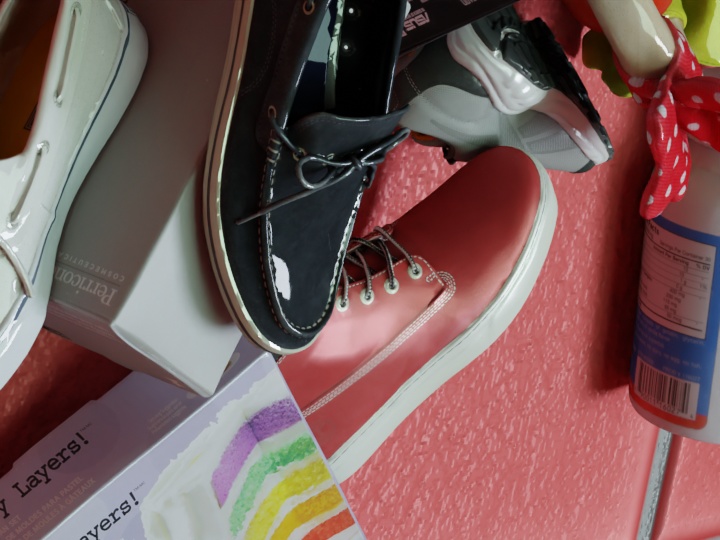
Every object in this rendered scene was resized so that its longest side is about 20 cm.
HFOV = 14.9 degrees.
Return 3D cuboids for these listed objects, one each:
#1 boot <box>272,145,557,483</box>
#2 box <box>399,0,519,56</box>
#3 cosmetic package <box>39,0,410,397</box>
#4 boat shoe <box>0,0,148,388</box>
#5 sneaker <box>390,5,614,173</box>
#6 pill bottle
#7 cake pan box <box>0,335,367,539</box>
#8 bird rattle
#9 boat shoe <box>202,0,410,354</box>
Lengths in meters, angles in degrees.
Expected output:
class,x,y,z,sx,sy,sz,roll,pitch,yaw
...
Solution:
class,x,y,z,sx,sy,sz,roll,pitch,yaw
boot,0.000,0.000,1.316,0.200,0.072,0.144,-49,139,-2
box,0.083,-0.182,1.265,0.050,0.200,0.158,48,62,-14
cosmetic package,-0.076,-0.059,1.183,0.090,0.107,0.200,44,68,-50
boat shoe,-0.157,-0.037,1.113,0.086,0.074,0.202,41,71,-53
sneaker,0.069,-0.087,1.404,0.079,0.074,0.200,-34,158,15
pill bottle,0.218,-0.010,1.586,0.112,0.112,0.201,-19,121,-47
cake pan box,-0.099,0.141,1.258,0.200,0.052,0.184,-39,135,-15
bird rattle,0.136,-0.126,1.395,0.163,0.112,0.200,55,24,-23
boat shoe,-0.018,-0.058,1.121,0.074,0.062,0.201,-12,115,-49
